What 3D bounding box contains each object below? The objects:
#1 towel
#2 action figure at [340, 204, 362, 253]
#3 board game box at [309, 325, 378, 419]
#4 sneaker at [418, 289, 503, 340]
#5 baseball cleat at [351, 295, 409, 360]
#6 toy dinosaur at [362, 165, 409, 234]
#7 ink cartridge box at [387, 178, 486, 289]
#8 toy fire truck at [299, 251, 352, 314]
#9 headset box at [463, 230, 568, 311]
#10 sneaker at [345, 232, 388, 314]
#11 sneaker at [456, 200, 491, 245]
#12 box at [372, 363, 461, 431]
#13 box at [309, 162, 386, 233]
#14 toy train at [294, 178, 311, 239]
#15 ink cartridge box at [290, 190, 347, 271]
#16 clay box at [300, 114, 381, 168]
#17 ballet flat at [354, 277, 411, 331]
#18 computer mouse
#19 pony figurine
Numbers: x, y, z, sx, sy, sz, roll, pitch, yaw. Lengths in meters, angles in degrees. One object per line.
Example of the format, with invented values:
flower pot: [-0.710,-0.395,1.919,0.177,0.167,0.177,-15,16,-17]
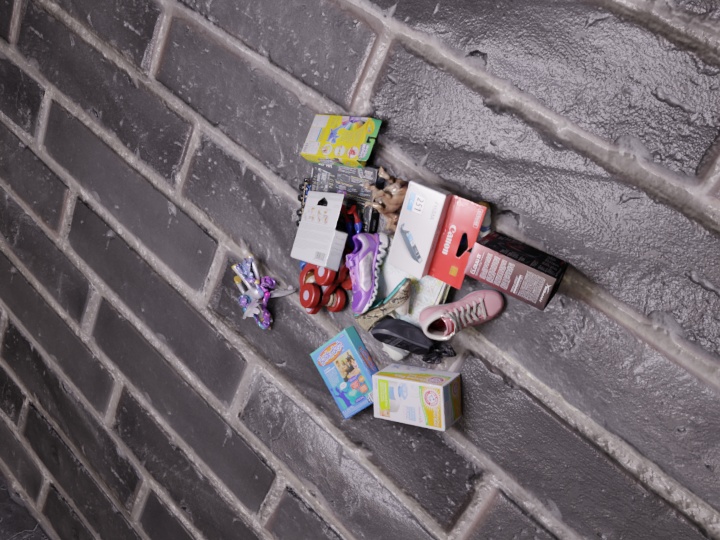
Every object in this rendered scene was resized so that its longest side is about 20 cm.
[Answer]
towel: [0.118,0.034,1.530,0.198,0.048,0.174,30,112,27]
action figure: [-0.008,-0.063,1.584,0.064,0.052,0.202,3,129,35]
board game box: [-0.030,0.272,1.700,0.151,0.045,0.202,-36,79,34]
sneaker: [0.226,0.105,1.421,0.196,0.105,0.077,-15,104,9]
baseball cleat: [0.065,0.123,1.599,0.106,0.070,0.201,-39,87,30]
toy dinosaur: [0.083,-0.168,1.474,0.200,0.133,0.087,140,143,-63]
ink cartridge box: [0.164,-0.076,1.413,0.174,0.045,0.203,25,115,23]
toy fire truck: [-0.098,0.006,1.670,0.201,0.111,0.169,-53,46,29]
headset box: [0.317,-0.009,1.333,0.198,0.148,0.076,26,113,19]
sneaker: [0.000,0.000,1.514,0.080,0.087,0.204,-3,73,64]
sneaker: [0.201,-0.099,1.451,0.197,0.075,0.090,-6,96,36]
box: [0.138,0.304,1.557,0.197,0.101,0.115,4,102,33]
box: [-0.039,-0.197,1.613,0.197,0.043,0.163,18,109,30]
toy train: [-0.147,-0.143,1.704,0.045,0.034,0.204,14,108,27]
ink cartridge box: [-0.094,-0.101,1.574,0.199,0.043,0.177,16,89,59]
clay box: [-0.041,-0.315,1.561,0.197,0.048,0.117,13,76,31]
ballet flat: [0.068,0.088,1.513,0.076,0.068,0.199,48,128,-6]
computer mouse: [0.119,0.157,1.499,0.138,0.197,0.054,-37,34,64]
pony figurine: [-0.283,0.062,1.786,0.203,0.165,0.193,62,156,4]
